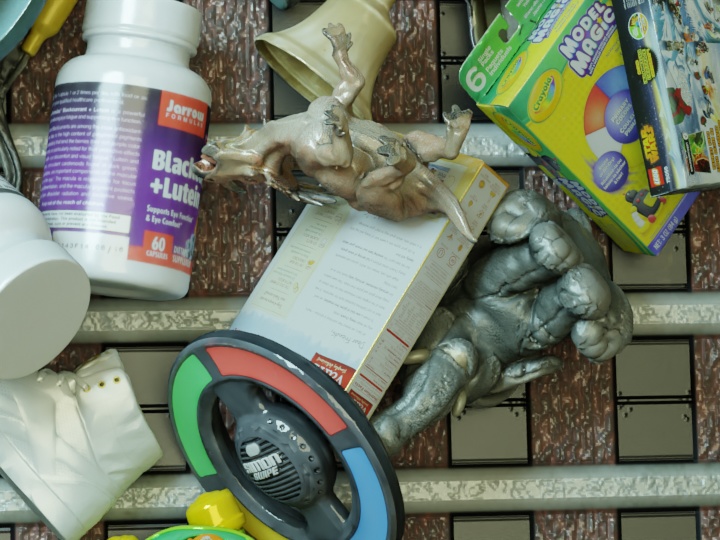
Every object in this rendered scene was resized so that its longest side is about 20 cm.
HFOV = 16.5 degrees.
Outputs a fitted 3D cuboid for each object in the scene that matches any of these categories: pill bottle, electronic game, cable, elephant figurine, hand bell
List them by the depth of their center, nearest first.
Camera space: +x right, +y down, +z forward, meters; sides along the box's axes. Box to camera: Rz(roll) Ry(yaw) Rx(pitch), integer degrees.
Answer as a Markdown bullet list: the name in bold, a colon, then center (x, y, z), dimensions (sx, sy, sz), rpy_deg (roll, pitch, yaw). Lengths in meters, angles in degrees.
- **pill bottle**: center (-0.278, -0.020, 1.655), dimensions (0.116, 0.116, 0.200), rpy_deg (-45, 58, -10)
- **electronic game**: center (-0.052, 0.126, 1.681), dimensions (0.200, 0.200, 0.042), rpy_deg (50, 54, -1)
- **pill bottle**: center (-0.162, -0.086, 1.723), dimensions (0.111, 0.111, 0.201), rpy_deg (7, 84, -8)
- **cable**: center (-0.262, -0.139, 1.744), dimensions (0.097, 0.050, 0.201), rpy_deg (14, 81, -5)
- **elephant figurine**: center (0.080, 0.043, 1.744), dimensions (0.200, 0.155, 0.142), rpy_deg (-40, 55, 14)
- **hand bell**: center (0.024, -0.209, 1.763), dimensions (0.104, 0.104, 0.200), rpy_deg (37, 83, -3)

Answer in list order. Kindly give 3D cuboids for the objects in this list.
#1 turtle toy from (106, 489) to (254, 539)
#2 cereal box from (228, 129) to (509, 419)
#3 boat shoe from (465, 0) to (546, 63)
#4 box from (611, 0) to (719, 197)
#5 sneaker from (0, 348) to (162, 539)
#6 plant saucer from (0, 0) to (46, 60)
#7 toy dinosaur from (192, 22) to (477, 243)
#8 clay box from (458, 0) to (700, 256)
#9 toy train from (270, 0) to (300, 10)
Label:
- **turtle toy**: center (-0.135, 0.248, 1.692), dimensions (0.199, 0.101, 0.146), rpy_deg (-25, 91, 7)
- **cereal box**: center (0.000, 0.000, 1.728), dimensions (0.039, 0.144, 0.201), rpy_deg (39, 79, -40)
- **boat shoe**: center (0.104, -0.210, 1.789), dimensions (0.065, 0.072, 0.201), rpy_deg (-9, 90, -43)
- **box**: center (0.244, -0.158, 1.763), dimensions (0.136, 0.040, 0.201), rpy_deg (-7, 85, -40)
- **sneaker**: center (-0.225, 0.080, 1.721), dimensions (0.115, 0.074, 0.200), rpy_deg (-42, 101, -12)
- **plant saucer**: center (-0.273, -0.199, 1.706), dimensions (0.036, 0.199, 0.201), rpy_deg (38, 77, -46)
- **toy dinosaur**: center (-0.002, -0.070, 1.672), dimensions (0.199, 0.136, 0.086), rpy_deg (31, 51, 8)
- **clay box**: center (0.170, -0.116, 1.769), dimensions (0.200, 0.048, 0.115), rpy_deg (42, 76, -28)
- **toy train**: center (-0.025, -0.279, 1.778), dimensions (0.200, 0.085, 0.114), rpy_deg (-39, 94, -8)
